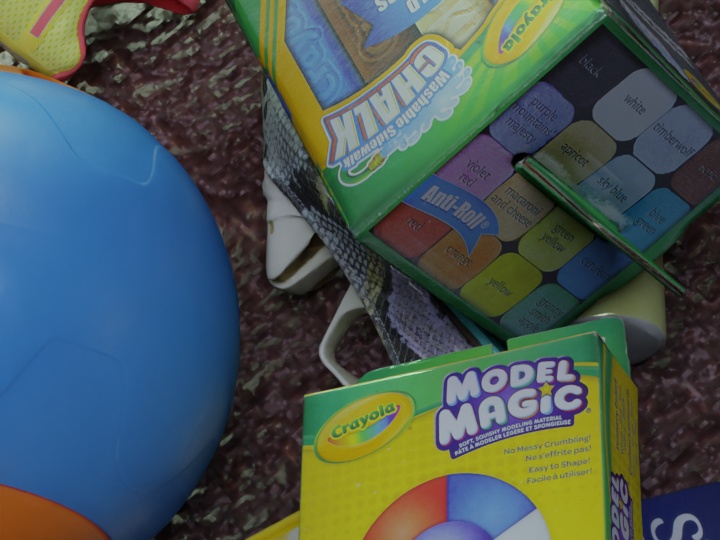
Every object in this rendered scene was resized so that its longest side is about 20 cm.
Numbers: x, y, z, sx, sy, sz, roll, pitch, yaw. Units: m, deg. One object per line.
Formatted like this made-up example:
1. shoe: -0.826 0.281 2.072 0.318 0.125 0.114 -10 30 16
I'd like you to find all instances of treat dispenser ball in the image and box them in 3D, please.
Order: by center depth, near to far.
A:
1. treat dispenser ball: -0.144 0.024 0.943 0.199 0.201 0.202 -2 67 4

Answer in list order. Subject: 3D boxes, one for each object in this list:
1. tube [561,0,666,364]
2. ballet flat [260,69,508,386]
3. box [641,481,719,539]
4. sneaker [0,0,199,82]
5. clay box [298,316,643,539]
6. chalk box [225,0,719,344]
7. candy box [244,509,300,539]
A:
1. tube: 0.091 -0.060 1.042 0.058 0.052 0.201 14 60 -26
2. ballet flat: 0.000 0.000 1.017 0.072 0.072 0.201 -31 67 -8
3. box: 0.125 0.141 0.949 0.198 0.032 0.122 -12 58 -6
4. sneaker: -0.087 -0.155 1.088 0.200 0.078 0.090 -42 93 -16
5. clay box: 0.037 0.103 0.863 0.114 0.048 0.201 -14 55 21
6. chalk box: 0.055 -0.061 0.956 0.124 0.124 0.201 -39 47 14
7. candy box: -0.020 0.143 0.941 0.199 0.026 0.103 -30 63 16
